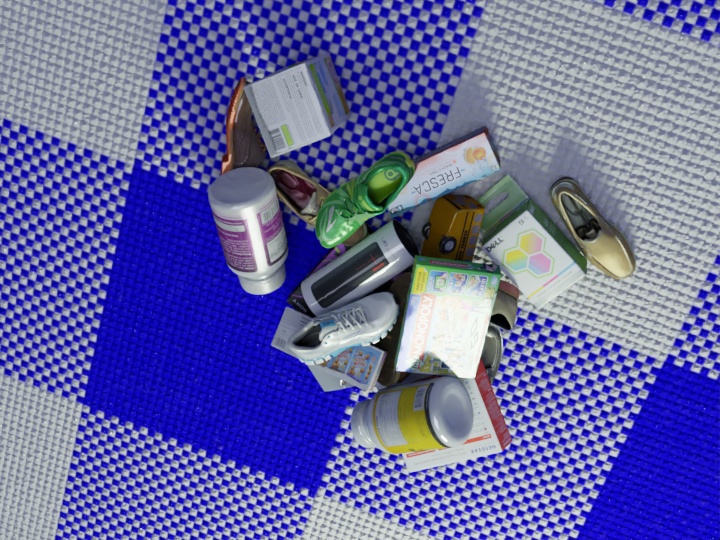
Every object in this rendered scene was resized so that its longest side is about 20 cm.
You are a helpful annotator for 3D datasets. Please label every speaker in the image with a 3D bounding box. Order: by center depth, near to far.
[{"bbox_3d":[0.000,0.000,1.405,0.199,0.081,0.082,-33,101,18],"label":"speaker"}]

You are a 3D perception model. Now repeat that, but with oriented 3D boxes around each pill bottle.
[{"bbox_3d":[0.081,0.245,1.402,0.198,0.112,0.113,-17,107,41],"label":"pill bottle"},{"bbox_3d":[-0.181,-0.061,1.411,0.110,0.113,0.202,0,131,9],"label":"pill bottle"}]

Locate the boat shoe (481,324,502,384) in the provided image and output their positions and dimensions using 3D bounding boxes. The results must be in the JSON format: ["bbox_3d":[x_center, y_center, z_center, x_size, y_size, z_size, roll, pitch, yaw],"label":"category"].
[{"bbox_3d":[0.201,0.191,1.484,0.071,0.060,0.204,19,111,2],"label":"boat shoe"}]

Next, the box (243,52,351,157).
[{"bbox_3d":[-0.091,-0.260,1.300,0.100,0.200,0.114,-18,104,14],"label":"box"}]

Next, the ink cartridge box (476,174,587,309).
[{"bbox_3d":[0.268,-0.046,1.384,0.200,0.059,0.104,46,120,-8],"label":"ink cartridge box"}]

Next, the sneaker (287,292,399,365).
[{"bbox_3d":[-0.029,0.092,1.362,0.198,0.087,0.076,-29,68,10],"label":"sneaker"}]

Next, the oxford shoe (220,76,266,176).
[{"bbox_3d":[-0.191,-0.221,1.409,0.072,0.072,0.203,6,118,-11],"label":"oxford shoe"}]

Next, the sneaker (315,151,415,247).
[{"bbox_3d":[0.000,-0.112,1.328,0.200,0.084,0.074,-42,98,16],"label":"sneaker"}]

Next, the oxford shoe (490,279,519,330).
[{"bbox_3d":[0.177,0.045,1.349,0.197,0.076,0.070,15,155,-26],"label":"oxford shoe"}]

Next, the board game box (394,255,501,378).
[{"bbox_3d":[0.134,0.077,1.323,0.132,0.029,0.203,5,121,-5],"label":"board game box"}]

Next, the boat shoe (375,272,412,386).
[{"bbox_3d":[0.074,0.096,1.410,0.072,0.067,0.203,32,117,43],"label":"boat shoe"}]

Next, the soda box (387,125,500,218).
[{"bbox_3d":[0.127,-0.160,1.373,0.198,0.064,0.069,-23,104,17],"label":"soda box"}]

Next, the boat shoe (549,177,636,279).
[{"bbox_3d":[0.375,-0.057,1.361,0.072,0.076,0.200,-41,99,19],"label":"boat shoe"}]

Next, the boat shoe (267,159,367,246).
[{"bbox_3d":[-0.078,-0.108,1.406,0.199,0.066,0.074,36,106,6],"label":"boat shoe"}]

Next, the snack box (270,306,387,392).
[{"bbox_3d":[-0.055,0.132,1.422,0.198,0.024,0.073,23,88,23],"label":"snack box"}]

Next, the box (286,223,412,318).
[{"bbox_3d":[-0.016,0.029,1.477,0.143,0.036,0.200,41,111,-6],"label":"box"}]

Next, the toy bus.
[{"bbox_3d":[0.142,-0.021,1.403,0.077,0.065,0.203,-5,119,-29],"label":"toy bus"}]

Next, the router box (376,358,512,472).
[{"bbox_3d":[0.140,0.241,1.465,0.198,0.049,0.182,-21,90,34],"label":"router box"}]

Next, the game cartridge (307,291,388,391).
[{"bbox_3d":[-0.001,0.131,1.477,0.198,0.041,0.134,-25,111,12],"label":"game cartridge"}]
